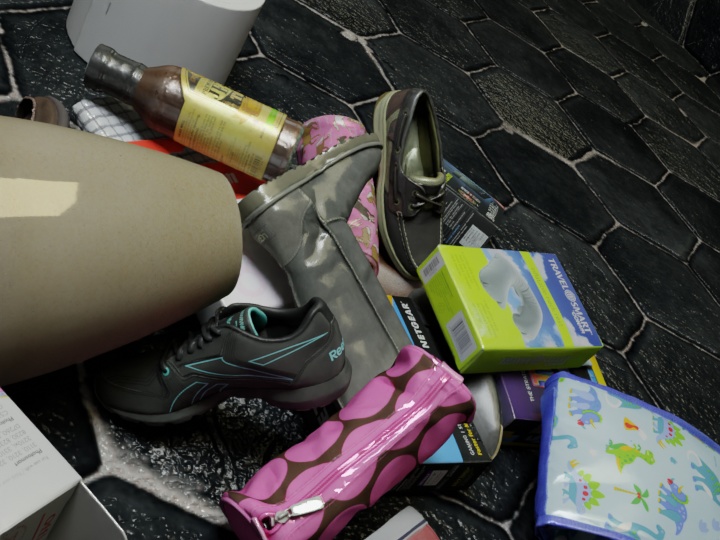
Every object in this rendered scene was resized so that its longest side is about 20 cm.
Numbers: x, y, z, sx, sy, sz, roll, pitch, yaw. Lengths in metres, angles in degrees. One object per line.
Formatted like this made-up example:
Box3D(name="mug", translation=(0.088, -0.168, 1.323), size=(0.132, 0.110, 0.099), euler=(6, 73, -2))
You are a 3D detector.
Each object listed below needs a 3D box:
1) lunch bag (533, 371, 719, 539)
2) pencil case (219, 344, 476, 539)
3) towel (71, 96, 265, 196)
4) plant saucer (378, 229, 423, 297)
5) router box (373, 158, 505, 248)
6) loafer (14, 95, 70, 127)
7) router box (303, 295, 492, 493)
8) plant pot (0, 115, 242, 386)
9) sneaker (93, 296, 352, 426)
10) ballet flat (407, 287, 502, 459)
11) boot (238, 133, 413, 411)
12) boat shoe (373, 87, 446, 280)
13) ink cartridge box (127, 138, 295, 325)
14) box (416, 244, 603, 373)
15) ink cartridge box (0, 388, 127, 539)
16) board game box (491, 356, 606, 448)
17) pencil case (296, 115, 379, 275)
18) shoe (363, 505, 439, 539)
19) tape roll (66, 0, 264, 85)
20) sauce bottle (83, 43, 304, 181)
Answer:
Box3D(name="lunch bag", translation=(0.238, 0.209, 0.840), size=(0.199, 0.127, 0.171), euler=(36, 40, -17))
Box3D(name="pencil case", translation=(-0.003, 0.136, 0.672), size=(0.199, 0.094, 0.091), euler=(-39, 71, -21))
Box3D(name="towel", translation=(-0.172, -0.090, 0.898), size=(0.166, 0.086, 0.199), euler=(51, 39, 10))
Box3D(name="plant saucer", translation=(0.032, -0.028, 1.058), size=(0.198, 0.037, 0.202), euler=(24, 34, -17))
Box3D(name="router box", translation=(0.097, -0.088, 1.116), size=(0.149, 0.062, 0.200), euler=(38, 15, 2))
Box3D(name="loafer", translation=(-0.294, -0.089, 0.790), size=(0.070, 0.073, 0.202), euler=(16, 36, -27))
Box3D(name="router box", translation=(0.015, 0.107, 0.846), size=(0.147, 0.051, 0.201), euler=(7, 41, -34))
Box3D(name="plant pot", translation=(-0.190, -0.018, 0.650), size=(0.197, 0.189, 0.189), euler=(-5, 47, -28))
Box3D(name="sneaker", translation=(-0.107, 0.062, 0.698), size=(0.196, 0.080, 0.076), euler=(-7, 33, 2))
Box3D(name="ballet flat", translation=(0.094, 0.104, 0.928), size=(0.065, 0.057, 0.202), euler=(-19, 55, -2))
Box3D(name="boot", translation=(0.000, 0.000, 0.786), size=(0.181, 0.072, 0.201), euler=(-34, 88, -34))
Box3D(name="boat shoe", translation=(0.058, -0.091, 0.974), size=(0.071, 0.066, 0.205), euler=(-9, 93, -31))
Box3D(name="ink cartridge box", translation=(-0.105, -0.048, 0.817), size=(0.161, 0.057, 0.202), euler=(-13, 72, -46))
Box3D(name="box", translation=(0.161, 0.040, 0.943), size=(0.198, 0.048, 0.123), euler=(3, 54, -37))
Box3D(name="ink cartridge box", translation=(-0.236, 0.126, 0.525), size=(0.200, 0.116, 0.068), euler=(43, 33, 12))
Box3D(name="board game box", translation=(0.179, 0.089, 0.994), size=(0.163, 0.057, 0.202), euler=(12, 49, -35))
Box3D(name="pencil case", translation=(-0.028, -0.071, 0.974), size=(0.085, 0.083, 0.203), euler=(6, 53, -12))
Box3D(name="shoe", translation=(0.015, 0.245, 0.650), size=(0.091, 0.072, 0.199), euler=(43, 29, 18))
Box3D(name="tape roll", translation=(-0.227, -0.310, 1.082), size=(0.200, 0.140, 0.204), euler=(25, 33, -17))
Box3D(name="sauce bottle", translation=(-0.149, -0.143, 0.830), size=(0.197, 0.065, 0.065), euler=(24, 33, -9))
